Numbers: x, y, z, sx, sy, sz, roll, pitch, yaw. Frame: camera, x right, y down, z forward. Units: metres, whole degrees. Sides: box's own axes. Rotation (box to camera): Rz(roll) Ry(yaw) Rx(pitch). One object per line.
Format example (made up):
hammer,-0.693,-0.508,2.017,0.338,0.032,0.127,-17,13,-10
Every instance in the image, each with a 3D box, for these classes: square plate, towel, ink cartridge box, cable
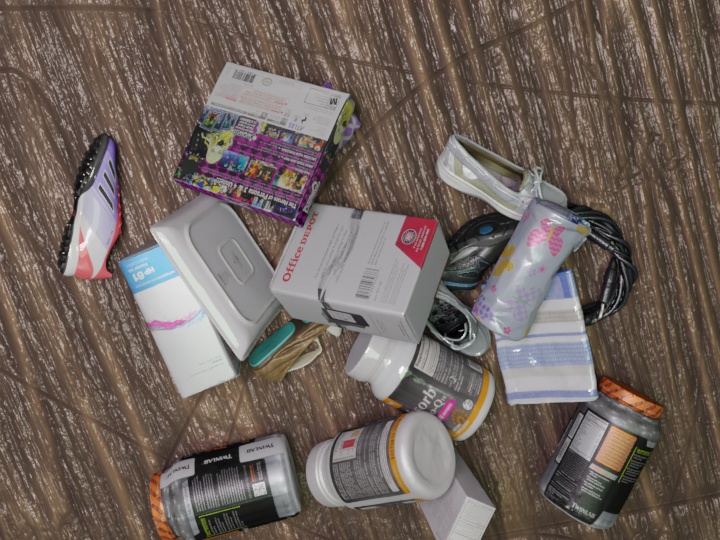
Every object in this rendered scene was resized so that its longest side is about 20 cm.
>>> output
square plate,-0.173,-0.006,0.999,0.028,0.198,0.201,-29,102,20
towel,0.263,0.103,1.110,0.146,0.024,0.202,-8,100,34
ink cartridge box,-0.238,0.053,1.025,0.084,0.145,0.201,-24,101,-2
cable,0.328,-0.012,1.124,0.162,0.051,0.201,-21,99,0
ink cartridge box,0.000,0.000,1.004,0.199,0.084,0.146,10,63,26

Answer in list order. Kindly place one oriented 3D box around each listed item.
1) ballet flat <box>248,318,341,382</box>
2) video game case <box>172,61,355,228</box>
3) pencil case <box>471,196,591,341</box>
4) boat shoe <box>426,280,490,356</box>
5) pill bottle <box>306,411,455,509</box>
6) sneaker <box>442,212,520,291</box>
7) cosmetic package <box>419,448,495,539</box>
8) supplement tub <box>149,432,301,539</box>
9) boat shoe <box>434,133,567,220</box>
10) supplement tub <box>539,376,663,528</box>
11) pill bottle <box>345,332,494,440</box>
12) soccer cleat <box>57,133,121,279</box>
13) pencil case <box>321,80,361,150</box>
ballet flat,-0.073,0.089,1.096,0.200,0.068,0.072,-46,121,1
video game case,-0.128,-0.169,0.989,0.199,0.036,0.182,19,80,22
pencil case,0.234,-0.001,1.042,0.090,0.083,0.201,20,110,-21
boat shoe,0.129,0.078,1.077,0.070,0.072,0.201,-35,127,14
pill bottle,0.024,0.271,1.055,0.199,0.116,0.117,-22,104,39
sneaker,0.164,-0.021,1.105,0.199,0.073,0.082,-23,118,3
cosmetic package,0.128,0.323,1.080,0.050,0.200,0.083,25,96,-12
supplement tub,-0.192,0.316,1.084,0.198,0.123,0.124,-13,100,-5
boat shoe,0.207,-0.130,1.070,0.201,0.075,0.065,25,138,-1
supplement tub,0.364,0.270,1.130,0.122,0.123,0.201,25,96,-9
pill bottle,0.085,0.154,1.092,0.199,0.116,0.117,29,95,-10
soccer cleat,-0.360,-0.086,1.039,0.073,0.068,0.202,13,94,-32
pencil case,-0.091,-0.165,1.043,0.200,0.086,0.084,-43,138,2
